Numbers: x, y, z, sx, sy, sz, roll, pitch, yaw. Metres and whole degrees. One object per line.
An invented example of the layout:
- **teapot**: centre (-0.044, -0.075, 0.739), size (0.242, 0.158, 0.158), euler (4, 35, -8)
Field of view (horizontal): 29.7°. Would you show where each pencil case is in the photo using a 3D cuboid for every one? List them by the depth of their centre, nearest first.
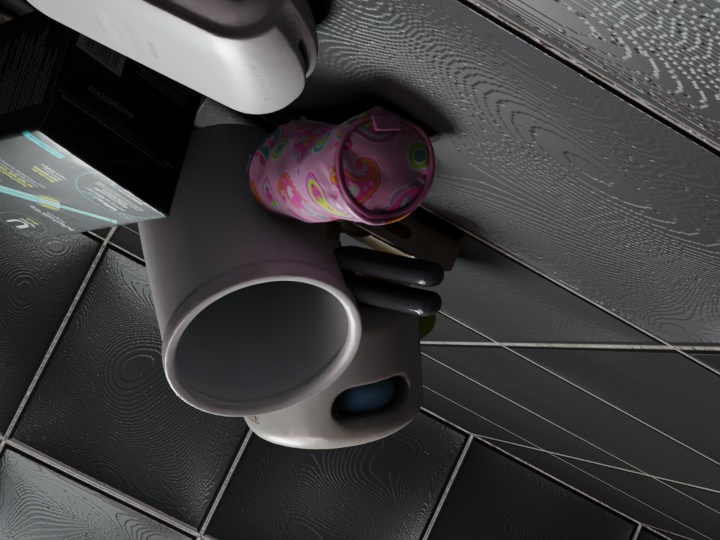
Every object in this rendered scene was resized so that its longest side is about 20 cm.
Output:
- **pencil case**: centre (-0.020, -0.078, 1.031), size (0.087, 0.088, 0.200), euler (30, 172, -22)

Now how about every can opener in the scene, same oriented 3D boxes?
- **can opener**: centre (0.000, 0.000, 1.265), size (0.198, 0.053, 0.066), euler (12, -166, 43)

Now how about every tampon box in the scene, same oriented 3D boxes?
- **tampon box**: centre (-0.262, -0.122, 1.154), size (0.198, 0.128, 0.149), euler (-7, 151, 40)

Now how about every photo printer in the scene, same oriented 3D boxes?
- **photo printer**: centre (-0.118, -0.167, 0.822), size (0.198, 0.070, 0.166), euler (27, 172, 3)

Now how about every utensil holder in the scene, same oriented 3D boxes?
- **utensil holder**: centre (-0.104, -0.005, 1.178), size (0.169, 0.169, 0.201), euler (34, -154, -43)

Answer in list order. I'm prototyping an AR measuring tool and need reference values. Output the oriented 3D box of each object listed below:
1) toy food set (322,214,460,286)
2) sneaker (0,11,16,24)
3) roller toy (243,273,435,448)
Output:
- **toy food set**: centre (0.007, -0.028, 1.313), size (0.142, 0.061, 0.200), euler (28, 172, -6)
- **sneaker**: centre (-0.306, -0.181, 1.312), size (0.199, 0.076, 0.084), euler (31, 171, -19)
- **roller toy**: centre (-0.033, 0.091, 1.322), size (0.197, 0.142, 0.182), euler (0, -165, 15)
